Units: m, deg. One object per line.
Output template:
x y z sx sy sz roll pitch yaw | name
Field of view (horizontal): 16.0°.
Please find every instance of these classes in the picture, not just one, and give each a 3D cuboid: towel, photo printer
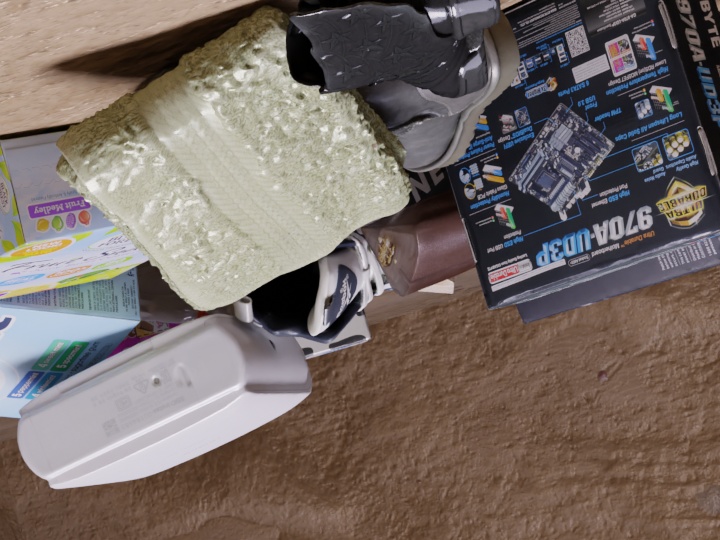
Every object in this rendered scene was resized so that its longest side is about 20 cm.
-0.059 -0.051 1.320 0.148 0.037 0.200 -32 148 5 | towel
-0.126 0.089 1.741 0.166 0.070 0.200 -26 172 11 | photo printer

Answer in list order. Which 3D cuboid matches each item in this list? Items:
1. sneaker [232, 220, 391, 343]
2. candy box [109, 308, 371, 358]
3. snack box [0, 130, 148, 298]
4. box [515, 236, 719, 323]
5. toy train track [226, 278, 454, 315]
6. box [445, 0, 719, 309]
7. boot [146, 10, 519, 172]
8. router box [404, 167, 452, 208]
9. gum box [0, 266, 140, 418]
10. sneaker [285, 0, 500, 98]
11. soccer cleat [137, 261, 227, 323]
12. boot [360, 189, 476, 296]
0.000 0.000 1.702 0.199 0.080 0.130 -2 -154 -6 | sneaker
-0.104 0.014 1.913 0.200 0.137 0.061 -15 177 -1 | candy box
-0.181 -0.033 1.526 0.168 0.068 0.200 -12 172 -36 | snack box
0.217 -0.060 1.994 0.182 0.104 0.200 -17 -168 29 | box
-0.033 -0.010 1.798 0.200 0.033 0.115 5 -144 3 | toy train track
0.128 -0.078 1.446 0.046 0.159 0.200 -13 174 -42 | box
-0.028 -0.083 1.414 0.200 0.073 0.182 -21 164 -22 | boot
0.120 -0.091 1.647 0.149 0.051 0.200 -11 158 -40 | router box
-0.269 0.041 1.683 0.200 0.045 0.170 7 151 -26 | gum box
0.009 -0.117 1.229 0.104 0.060 0.200 -16 170 -5 | sneaker
-0.154 0.001 1.855 0.200 0.078 0.069 11 147 5 | soccer cleat
0.105 -0.051 1.569 0.200 0.064 0.186 -15 158 -14 | boot
